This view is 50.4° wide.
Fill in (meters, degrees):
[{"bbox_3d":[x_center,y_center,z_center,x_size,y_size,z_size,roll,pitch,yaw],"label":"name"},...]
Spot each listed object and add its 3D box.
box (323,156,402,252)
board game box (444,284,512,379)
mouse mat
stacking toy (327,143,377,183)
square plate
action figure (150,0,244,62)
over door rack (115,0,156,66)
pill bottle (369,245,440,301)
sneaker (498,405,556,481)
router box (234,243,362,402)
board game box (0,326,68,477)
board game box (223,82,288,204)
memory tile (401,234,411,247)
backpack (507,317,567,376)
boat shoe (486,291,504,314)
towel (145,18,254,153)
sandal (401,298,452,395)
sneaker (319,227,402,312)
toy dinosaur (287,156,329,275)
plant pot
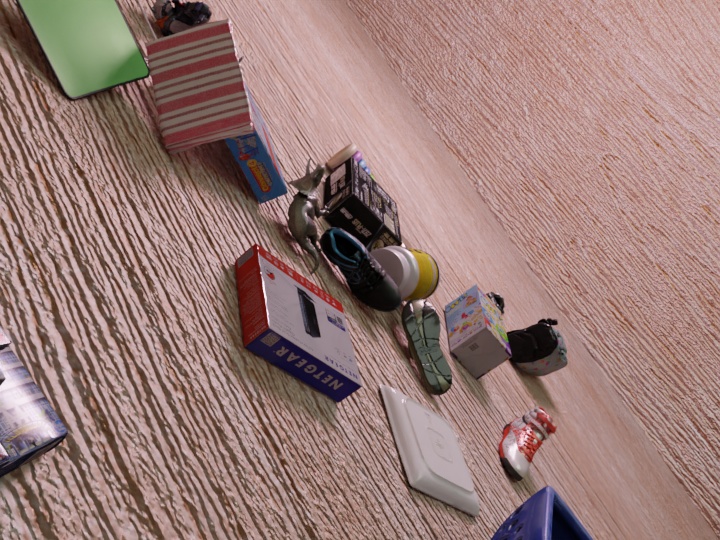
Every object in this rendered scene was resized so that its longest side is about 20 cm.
[{"bbox_3d":[0.004,-0.133,1.685,0.164,0.086,0.200,43,21,-24],"label":"box"},{"bbox_3d":[0.273,0.141,1.795,0.103,0.105,0.200,46,21,-20],"label":"board game box"},{"bbox_3d":[-0.397,-0.341,1.113,0.161,0.008,0.200,66,28,-14],"label":"mouse mat"},{"bbox_3d":[0.009,-0.205,1.851,0.200,0.085,0.085,53,18,-14],"label":"stacking toy"},{"bbox_3d":[0.121,0.296,1.278,0.200,0.028,0.198,36,25,-40],"label":"square plate"},{"bbox_3d":[-0.323,-0.455,1.485,0.193,0.105,0.200,40,-3,-20],"label":"action figure"},{"bbox_3d":[-0.392,-0.402,1.245,0.148,0.066,0.201,-7,82,-68],"label":"over door rack"},{"bbox_3d":[0.082,0.008,1.570,0.114,0.114,0.200,57,19,15],"label":"pill bottle"},{"bbox_3d":[0.352,0.351,1.595,0.067,0.108,0.201,51,19,-4],"label":"sneaker"},{"bbox_3d":[-0.093,0.079,1.134,0.200,0.049,0.180,37,24,-38],"label":"router box"},{"bbox_3d":[-0.332,0.073,0.563,0.200,0.062,0.200,54,19,3],"label":"board game box"},{"bbox_3d":[-0.206,-0.254,1.352,0.196,0.056,0.200,66,3,-49],"label":"board game box"},{"bbox_3d":[0.115,-0.017,1.849,0.153,0.017,0.200,53,19,2],"label":"memory tile"},{"bbox_3d":[0.497,0.220,2.137,0.200,0.166,0.127,28,50,-57],"label":"backpack"},{"bbox_3d":[0.389,0.100,2.209,0.076,0.060,0.200,50,19,-8],"label":"boat shoe"},{"bbox_3d":[-0.256,-0.293,1.214,0.030,0.146,0.201,71,4,-76],"label":"towel"},{"bbox_3d":[0.121,0.151,1.501,0.080,0.057,0.202,-2,67,-22],"label":"sandal"},{"bbox_3d":[0.000,0.000,1.429,0.200,0.073,0.082,44,-12,0],"label":"sneaker"},{"bbox_3d":[-0.103,-0.092,1.378,0.102,0.077,0.201,43,52,-59],"label":"toy dinosaur"},{"bbox_3d":[0.243,0.453,1.044,0.200,0.180,0.200,52,19,2],"label":"plant pot"}]
